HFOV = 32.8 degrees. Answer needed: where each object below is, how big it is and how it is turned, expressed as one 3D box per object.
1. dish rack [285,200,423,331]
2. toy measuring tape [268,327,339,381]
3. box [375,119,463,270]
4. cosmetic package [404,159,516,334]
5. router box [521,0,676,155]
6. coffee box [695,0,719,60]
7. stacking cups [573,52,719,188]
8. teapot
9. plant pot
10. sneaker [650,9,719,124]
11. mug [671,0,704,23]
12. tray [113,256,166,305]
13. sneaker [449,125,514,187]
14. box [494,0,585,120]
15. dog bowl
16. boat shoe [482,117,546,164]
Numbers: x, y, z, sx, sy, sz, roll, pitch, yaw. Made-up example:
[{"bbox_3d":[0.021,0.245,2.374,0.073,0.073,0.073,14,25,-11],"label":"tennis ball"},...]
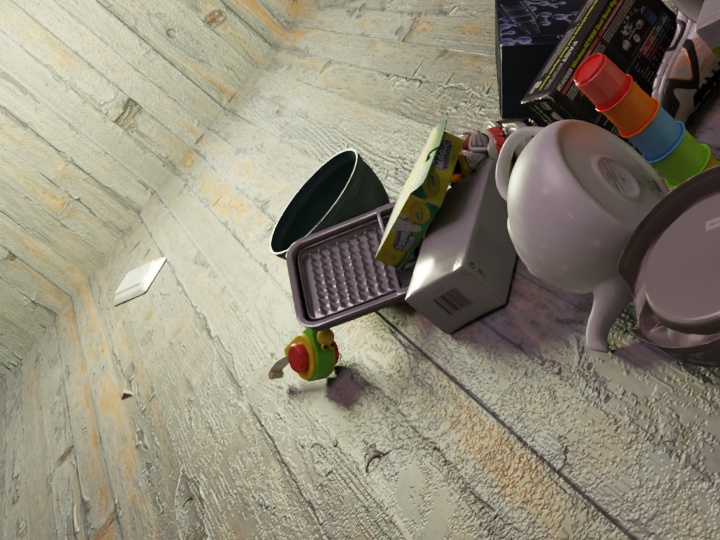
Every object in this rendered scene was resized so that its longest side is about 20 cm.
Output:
[{"bbox_3d":[0.000,0.000,1.712,0.199,0.044,0.172,-20,48,7],"label":"dish rack"},{"bbox_3d":[-0.082,0.139,1.766,0.200,0.073,0.074,-47,16,52],"label":"toy measuring tape"},{"bbox_3d":[0.079,-0.099,1.600,0.200,0.048,0.118,114,177,-59],"label":"box"},{"bbox_3d":[0.138,-0.031,1.551,0.113,0.081,0.201,-32,27,43],"label":"cosmetic package"},{"bbox_3d":[0.301,-0.229,1.439,0.201,0.150,0.062,-56,19,-15],"label":"router box"},{"bbox_3d":[0.452,-0.244,1.079,0.199,0.198,0.200,-20,36,51],"label":"coffee box"},{"bbox_3d":[0.291,-0.140,1.237,0.061,0.200,0.061,-44,21,22],"label":"stacking cups"},{"bbox_3d":[0.222,-0.051,1.272,0.146,0.197,0.200,-51,5,36],"label":"teapot"},{"bbox_3d":[-0.025,-0.066,1.872,0.200,0.134,0.201,-43,21,21],"label":"plant pot"},{"bbox_3d":[0.383,-0.230,1.386,0.080,0.074,0.201,17,80,21],"label":"sneaker"},{"bbox_3d":[0.427,-0.318,1.318,0.133,0.179,0.200,-20,5,35],"label":"mug"},{"bbox_3d":[-0.541,0.022,2.967,0.200,0.022,0.108,-19,37,55],"label":"tray"},{"bbox_3d":[0.141,-0.153,1.682,0.082,0.078,0.200,-19,-1,-11],"label":"sneaker"},{"bbox_3d":[0.253,-0.294,1.615,0.147,0.108,0.201,-2,35,5],"label":"box"},{"bbox_3d":[0.326,-0.002,1.098,0.199,0.059,0.201,-33,35,26],"label":"dog bowl"},{"bbox_3d":[0.215,-0.178,1.657,0.060,0.074,0.200,-17,2,-9],"label":"boat shoe"}]
